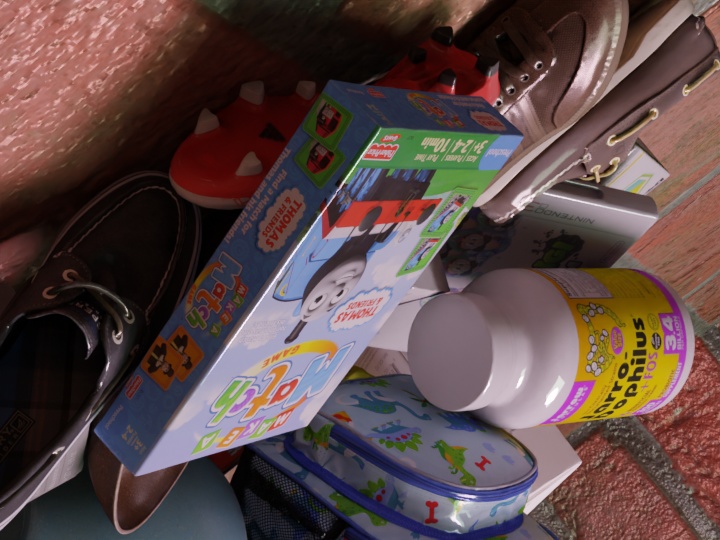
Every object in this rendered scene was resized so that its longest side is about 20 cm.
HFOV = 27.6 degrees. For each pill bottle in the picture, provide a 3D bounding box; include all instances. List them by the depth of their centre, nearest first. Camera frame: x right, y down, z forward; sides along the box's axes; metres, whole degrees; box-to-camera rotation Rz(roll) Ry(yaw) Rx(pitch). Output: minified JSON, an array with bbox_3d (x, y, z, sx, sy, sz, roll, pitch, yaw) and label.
[{"bbox_3d":[0.126,0.050,0.969,0.200,0.104,0.104,-1,143,-44],"label":"pill bottle"}]

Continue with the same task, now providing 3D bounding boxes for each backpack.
[{"bbox_3d":[0.031,0.164,0.937,0.183,0.200,0.147,-4,124,-53],"label":"backpack"}]

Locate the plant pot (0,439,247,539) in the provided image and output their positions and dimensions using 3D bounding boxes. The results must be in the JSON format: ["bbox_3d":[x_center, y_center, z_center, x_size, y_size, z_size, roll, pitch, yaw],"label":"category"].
[{"bbox_3d":[-0.186,0.174,0.874,0.200,0.200,0.135,-39,142,10],"label":"plant pot"}]

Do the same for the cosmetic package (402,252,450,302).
[{"bbox_3d":[0.000,0.000,0.875,0.082,0.051,0.200,-14,176,8],"label":"cosmetic package"}]

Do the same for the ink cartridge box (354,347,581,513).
[{"bbox_3d":[0.066,0.121,1.185,0.083,0.200,0.147,-27,162,-30],"label":"ink cartridge box"}]

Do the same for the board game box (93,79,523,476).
[{"bbox_3d":[-0.021,0.003,0.691,0.200,0.037,0.151,-53,159,21],"label":"board game box"}]

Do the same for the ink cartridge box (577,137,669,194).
[{"bbox_3d":[0.173,-0.068,1.126,0.104,0.059,0.200,-40,164,13],"label":"ink cartridge box"}]

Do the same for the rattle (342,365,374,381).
[{"bbox_3d":[-0.047,0.163,1.161,0.200,0.130,0.143,-39,-152,52],"label":"rattle"}]

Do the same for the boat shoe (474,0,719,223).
[{"bbox_3d":[0.152,-0.094,0.932,0.200,0.060,0.072,-43,-166,-15],"label":"boat shoe"}]

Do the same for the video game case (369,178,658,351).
[{"bbox_3d":[0.081,-0.001,1.035,0.182,0.024,0.200,10,141,-27],"label":"video game case"}]

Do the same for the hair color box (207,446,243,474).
[{"bbox_3d":[-0.119,0.123,1.023,0.200,0.064,0.111,-40,176,10],"label":"hair color box"}]

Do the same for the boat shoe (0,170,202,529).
[{"bbox_3d":[-0.133,0.033,0.651,0.200,0.070,0.066,-53,-175,-20],"label":"boat shoe"}]

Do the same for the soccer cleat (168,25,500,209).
[{"bbox_3d":[-0.009,-0.058,0.736,0.200,0.069,0.085,-26,144,-35],"label":"soccer cleat"}]

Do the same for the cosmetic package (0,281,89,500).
[{"bbox_3d":[-0.236,0.099,0.698,0.200,0.090,0.107,-32,167,-25],"label":"cosmetic package"}]

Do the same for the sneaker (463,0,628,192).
[{"bbox_3d":[0.073,-0.094,0.824,0.076,0.070,0.200,-17,155,-41],"label":"sneaker"}]

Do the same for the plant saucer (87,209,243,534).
[{"bbox_3d":[-0.098,0.045,0.798,0.200,0.032,0.200,24,90,-82],"label":"plant saucer"}]
